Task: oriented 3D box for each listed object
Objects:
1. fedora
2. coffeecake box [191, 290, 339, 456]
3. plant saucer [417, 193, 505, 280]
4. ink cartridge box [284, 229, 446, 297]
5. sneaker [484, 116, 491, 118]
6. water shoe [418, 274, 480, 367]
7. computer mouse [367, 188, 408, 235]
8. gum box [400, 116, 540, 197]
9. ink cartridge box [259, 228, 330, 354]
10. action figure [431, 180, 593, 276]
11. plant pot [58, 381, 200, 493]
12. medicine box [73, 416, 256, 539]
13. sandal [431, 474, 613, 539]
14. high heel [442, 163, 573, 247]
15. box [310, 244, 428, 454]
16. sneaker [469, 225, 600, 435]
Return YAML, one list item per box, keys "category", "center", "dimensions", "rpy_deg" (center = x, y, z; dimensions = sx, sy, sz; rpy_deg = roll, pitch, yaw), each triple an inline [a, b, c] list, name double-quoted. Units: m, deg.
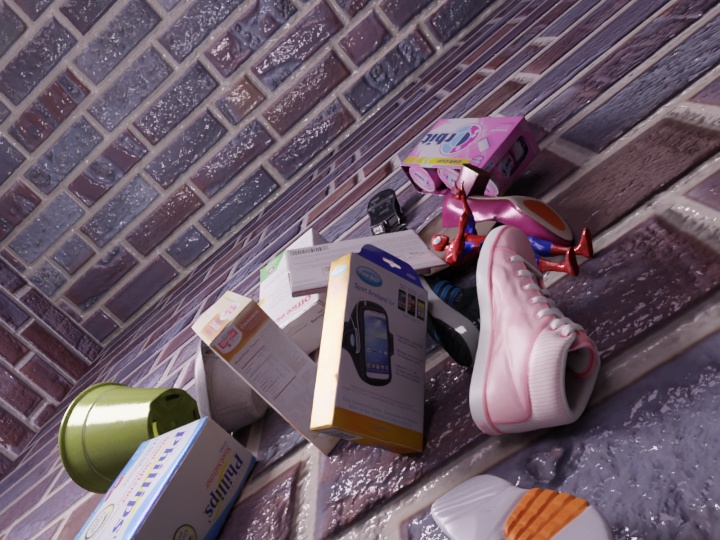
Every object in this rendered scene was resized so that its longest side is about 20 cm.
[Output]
- category: "fedora"
  center: [-0.198, 0.181, 0.869]
  dimensions: [0.089, 0.179, 0.200]
  rpy_deg: [-12, 10, -4]
- category: "coffeecake box"
  center: [-0.111, 0.124, 0.695]
  dimensions: [0.073, 0.200, 0.153]
  rpy_deg: [-46, 18, -16]
- category: "plant saucer"
  center: [0.143, -0.047, 0.829]
  dimensions: [0.200, 0.032, 0.201]
  rpy_deg: [-38, 19, 16]
- category: "ink cartridge box"
  center: [0.000, 0.000, 0.740]
  dimensions: [0.198, 0.045, 0.176]
  rpy_deg: [-10, 21, -6]
- category: "sneaker"
  center: [0.189, -0.202, 1.002]
  dimensions: [0.129, 0.080, 0.200]
  rpy_deg: [-18, 39, 34]
- category: "water shoe"
  center: [0.119, 0.050, 0.634]
  dimensions: [0.078, 0.072, 0.200]
  rpy_deg: [-21, 22, -5]
- category: "computer mouse"
  center: [0.033, -0.084, 1.122]
  dimensions: [0.140, 0.046, 0.201]
  rpy_deg: [-33, 32, 14]
- category: "gum box"
  center: [0.170, -0.176, 0.850]
  dimensions: [0.114, 0.066, 0.199]
  rpy_deg: [-49, 32, -14]
- category: "ink cartridge box"
  center: [-0.105, 0.045, 0.968]
  dimensions: [0.145, 0.087, 0.201]
  rpy_deg: [-36, 34, 20]
- category: "action figure"
  center: [0.155, -0.051, 0.630]
  dimensions: [0.199, 0.100, 0.065]
  rpy_deg: [2, 31, 47]
- category: "plant pot"
  center: [-0.393, 0.289, 0.979]
  dimensions: [0.188, 0.201, 0.201]
  rpy_deg: [-16, 29, 27]
- category: "medicine box"
  center: [-0.268, 0.320, 0.737]
  dimensions: [0.199, 0.103, 0.183]
  rpy_deg: [-29, 22, 36]
- category: "sandal"
  center: [0.106, 0.185, 0.357]
  dimensions: [0.079, 0.060, 0.207]
  rpy_deg: [-28, -5, -11]
- category: "high heel"
  center: [0.183, -0.057, 0.705]
  dimensions: [0.200, 0.067, 0.097]
  rpy_deg: [50, 131, 46]
- category: "box"
  center: [0.016, 0.075, 0.563]
  dimensions: [0.041, 0.118, 0.202]
  rpy_deg: [-26, 49, 42]
- category: "sneaker"
  center: [0.159, 0.043, 0.479]
  dimensions: [0.104, 0.075, 0.202]
  rpy_deg: [-18, 51, 46]
